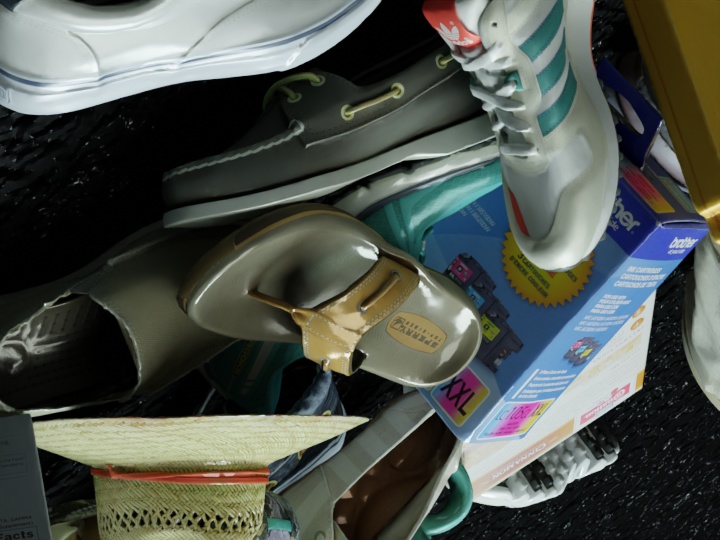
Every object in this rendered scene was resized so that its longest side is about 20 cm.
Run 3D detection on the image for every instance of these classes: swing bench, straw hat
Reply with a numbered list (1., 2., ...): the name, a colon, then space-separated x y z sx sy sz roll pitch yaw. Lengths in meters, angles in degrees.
1. swing bench: 0.301 -0.029 1.453 0.199 0.130 0.199 -27 153 -11
2. straw hat: -0.092 0.119 1.091 0.199 0.086 0.201 0 174 0

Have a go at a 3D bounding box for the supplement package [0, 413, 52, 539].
1. supplement package: -0.243 0.163 0.993 0.198 0.112 0.156 -6 145 -14

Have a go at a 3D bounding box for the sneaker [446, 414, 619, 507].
1. sneaker: 0.109 0.140 1.527 0.081 0.076 0.199 -38 162 29

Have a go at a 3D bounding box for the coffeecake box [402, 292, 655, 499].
1. coffeecake box: 0.106 0.044 1.367 0.153 0.073 0.201 -32 153 -15

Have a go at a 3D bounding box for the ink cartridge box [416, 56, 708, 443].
1. ink cartridge box: 0.092 -0.024 1.171 0.200 0.137 0.076 -50 157 20

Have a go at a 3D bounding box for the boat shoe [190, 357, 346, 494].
1. boat shoe: -0.094 0.117 1.238 0.200 0.071 0.091 -40 155 -15

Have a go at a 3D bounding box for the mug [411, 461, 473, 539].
1. mug: -0.031 0.180 1.343 0.152 0.115 0.185 -32 -166 46

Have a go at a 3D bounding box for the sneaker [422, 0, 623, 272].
1. sneaker: 0.067 -0.099 1.014 0.093 0.070 0.202 -5 95 -38

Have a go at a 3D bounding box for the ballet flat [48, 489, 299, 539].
1. ballet flat: -0.135 0.155 1.179 0.199 0.073 0.072 -14 155 9

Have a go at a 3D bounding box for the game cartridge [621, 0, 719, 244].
1. game cartridge: 0.213 -0.094 1.182 0.032 0.178 0.199 -26 163 32

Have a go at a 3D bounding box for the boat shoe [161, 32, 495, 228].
1. boat shoe: -0.014 -0.071 1.048 0.200 0.061 0.072 -20 -172 -28

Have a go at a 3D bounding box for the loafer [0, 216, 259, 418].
1. loafer: -0.114 0.029 1.037 0.199 0.068 0.076 -24 112 -25

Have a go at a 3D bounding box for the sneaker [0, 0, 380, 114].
1. sneaker: -0.064 -0.121 0.888 0.199 0.073 0.071 -24 153 -28

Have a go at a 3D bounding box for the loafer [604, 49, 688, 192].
1. loafer: 0.224 -0.068 1.261 0.063 0.072 0.200 -19 132 42

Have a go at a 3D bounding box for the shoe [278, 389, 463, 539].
1. shoe: -0.004 0.140 1.241 0.200 0.070 0.053 -47 -165 -24

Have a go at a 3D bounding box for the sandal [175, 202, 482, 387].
1. sandal: -0.002 0.023 1.049 0.199 0.054 0.080 23 113 -45

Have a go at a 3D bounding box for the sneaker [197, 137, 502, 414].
1. sneaker: 0.000 0.000 1.134 0.199 0.080 0.078 -37 -179 8
